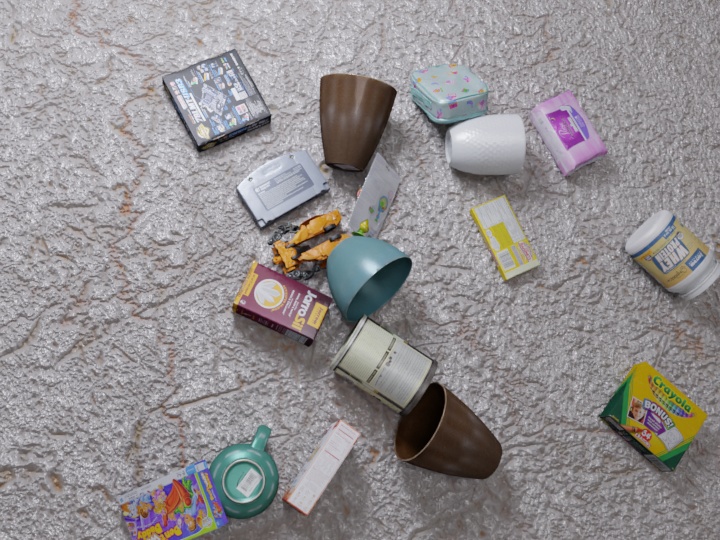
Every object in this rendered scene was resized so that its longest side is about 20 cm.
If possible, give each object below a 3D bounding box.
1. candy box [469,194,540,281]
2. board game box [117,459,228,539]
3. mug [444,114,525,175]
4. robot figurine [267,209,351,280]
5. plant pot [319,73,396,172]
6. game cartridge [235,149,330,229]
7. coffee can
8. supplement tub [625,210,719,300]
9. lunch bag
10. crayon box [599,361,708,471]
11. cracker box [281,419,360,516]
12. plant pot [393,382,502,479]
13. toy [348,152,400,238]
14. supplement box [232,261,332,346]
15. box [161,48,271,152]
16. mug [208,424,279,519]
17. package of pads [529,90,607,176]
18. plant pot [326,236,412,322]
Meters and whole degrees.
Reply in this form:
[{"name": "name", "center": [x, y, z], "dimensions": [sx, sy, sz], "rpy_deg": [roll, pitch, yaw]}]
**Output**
[{"name": "candy box", "center": [0.360, -0.082, 1.871], "dimensions": [0.102, 0.026, 0.201], "rpy_deg": [-22, 81, -18]}, {"name": "board game box", "center": [-0.382, 0.485, 1.518], "dimensions": [0.200, 0.045, 0.135], "rpy_deg": [-26, 80, 17]}, {"name": "mug", "center": [0.301, -0.329, 1.876], "dimensions": [0.175, 0.148, 0.200], "rpy_deg": [-3, 47, -5]}, {"name": "robot figurine", "center": [-0.118, -0.057, 1.757], "dimensions": [0.200, 0.058, 0.145], "rpy_deg": [-26, 81, -17]}, {"name": "plant pot", "center": [-0.020, -0.344, 1.795], "dimensions": [0.186, 0.187, 0.201], "rpy_deg": [9, 88, -8]}, {"name": "game cartridge", "center": [-0.189, -0.202, 1.794], "dimensions": [0.200, 0.042, 0.133], "rpy_deg": [-31, 79, -17]}, {"name": "coffee can", "center": [0.051, 0.211, 1.671], "dimensions": [0.200, 0.146, 0.147], "rpy_deg": [33, 72, -1]}, {"name": "supplement tub", "center": [0.785, -0.037, 1.877], "dimensions": [0.200, 0.145, 0.145], "rpy_deg": [43, 72, 3]}, {"name": "lunch bag", "center": [0.216, -0.444, 1.872], "dimensions": [0.160, 0.077, 0.200], "rpy_deg": [-18, 41, -12]}, {"name": "crayon box", "center": [0.707, 0.351, 1.805], "dimensions": [0.200, 0.058, 0.173], "rpy_deg": [41, 72, 2]}, {"name": "cracker box", "center": [-0.086, 0.419, 1.597], "dimensions": [0.058, 0.134, 0.200], "rpy_deg": [36, 71, 1]}, {"name": "plant pot", "center": [0.208, 0.376, 1.656], "dimensions": [0.200, 0.187, 0.187], "rpy_deg": [31, 71, -17]}, {"name": "toy", "center": [0.022, -0.169, 1.805], "dimensions": [0.047, 0.115, 0.201], "rpy_deg": [4, 65, 37]}, {"name": "supplement box", "center": [-0.177, 0.077, 1.695], "dimensions": [0.199, 0.086, 0.111], "rpy_deg": [25, 72, -4]}, {"name": "box", "center": [-0.347, -0.414, 1.813], "dimensions": [0.198, 0.050, 0.200], "rpy_deg": [-28, 82, -16]}, {"name": "mug", "center": [-0.249, 0.426, 1.573], "dimensions": [0.151, 0.114, 0.186], "rpy_deg": [-8, 77, -12]}, {"name": "package of pads", "center": [0.540, -0.357, 1.952], "dimensions": [0.120, 0.076, 0.200], "rpy_deg": [-26, 82, -17]}, {"name": "plant pot", "center": [0.000, 0.000, 1.705], "dimensions": [0.200, 0.200, 0.135], "rpy_deg": [-37, 68, -17]}]
